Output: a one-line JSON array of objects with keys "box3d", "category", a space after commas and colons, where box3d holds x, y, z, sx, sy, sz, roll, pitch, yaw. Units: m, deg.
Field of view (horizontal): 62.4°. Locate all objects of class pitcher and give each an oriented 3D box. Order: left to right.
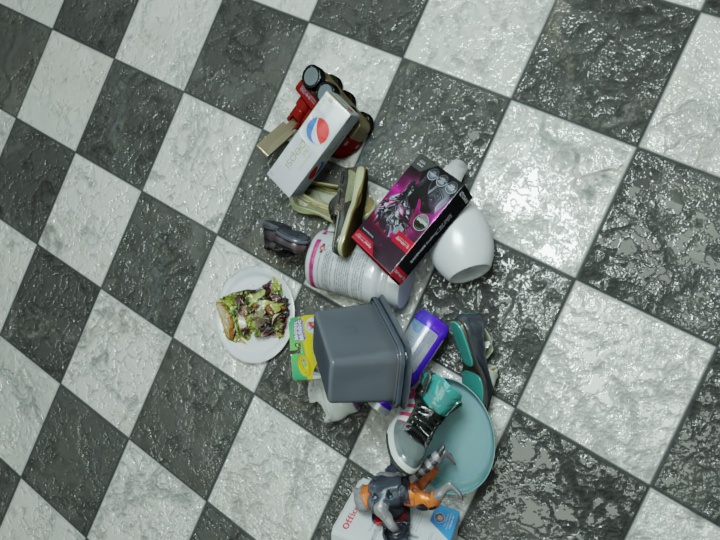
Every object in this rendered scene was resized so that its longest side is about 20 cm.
[{"box3d": [0.149, -0.077, 1.099, 0.167, 0.121, 0.206, -22, 69, 15], "category": "pitcher"}]

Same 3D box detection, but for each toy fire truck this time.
[{"box3d": [-0.100, -0.291, 1.222, 0.200, 0.128, 0.177, -46, 71, 22], "category": "toy fire truck"}]

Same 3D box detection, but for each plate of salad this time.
[{"box3d": [-0.230, 0.092, 1.258, 0.193, 0.048, 0.208, -3, 82, 20], "category": "plate of salad"}]

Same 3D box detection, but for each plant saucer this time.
[{"box3d": [0.160, 0.295, 1.073, 0.196, 0.027, 0.208, 1, 91, 40], "category": "plant saucer"}]

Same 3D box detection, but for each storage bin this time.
[{"box3d": [-0.006, 0.146, 1.013, 0.130, 0.201, 0.150, -2, 118, -14], "category": "storage bin"}]

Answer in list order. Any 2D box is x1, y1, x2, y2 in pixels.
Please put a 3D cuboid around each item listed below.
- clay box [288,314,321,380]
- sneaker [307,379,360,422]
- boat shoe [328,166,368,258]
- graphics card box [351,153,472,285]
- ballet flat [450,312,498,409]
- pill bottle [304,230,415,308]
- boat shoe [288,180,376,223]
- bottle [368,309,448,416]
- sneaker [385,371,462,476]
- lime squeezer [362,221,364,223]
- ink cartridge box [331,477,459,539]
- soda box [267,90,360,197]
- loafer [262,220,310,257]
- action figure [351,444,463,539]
[{"box3d": [-0.045, 0.141, 1.119, 0.194, 0.047, 0.119, -2, 81, -24], "category": "clay box"}, {"box3d": [-0.080, 0.202, 1.175, 0.098, 0.075, 0.204, -31, 74, 13], "category": "sneaker"}, {"box3d": [-0.030, -0.112, 1.121, 0.063, 0.074, 0.204, 5, 54, 13], "category": "boat shoe"}, {"box3d": [0.089, -0.092, 1.047, 0.201, 0.051, 0.125, -48, 51, 2], "category": "graphics card box"}, {"box3d": [0.213, 0.168, 1.062, 0.071, 0.073, 0.206, -9, 107, 18], "category": "ballet flat"}, {"box3d": [0.000, 0.000, 1.147, 0.194, 0.113, 0.117, 15, 89, 21], "category": "pill bottle"}, {"box3d": [-0.063, -0.147, 1.202, 0.195, 0.064, 0.074, 16, 57, 26], "category": "boat shoe"}, {"box3d": [0.085, 0.172, 1.100, 0.065, 0.083, 0.203, 34, 89, -10], "category": "bottle"}, {"box3d": [0.113, 0.238, 0.984, 0.083, 0.201, 0.122, 37, 115, -4], "category": "sneaker"}, {"box3d": [0.038, -0.083, 1.157, 0.197, 0.069, 0.039, 21, 122, 46], "category": "lime squeezer"}, {"box3d": [0.062, 0.472, 1.047, 0.194, 0.145, 0.086, 12, 116, 21], "category": "ink cartridge box"}, {"box3d": [-0.090, -0.239, 1.140, 0.068, 0.064, 0.201, 43, 109, 7], "category": "soda box"}, {"box3d": [-0.152, -0.054, 1.199, 0.199, 0.070, 0.065, 30, 111, 60], "category": "loafer"}, {"box3d": [0.072, 0.360, 1.027, 0.188, 0.201, 0.107, -23, 115, 7], "category": "action figure"}]
